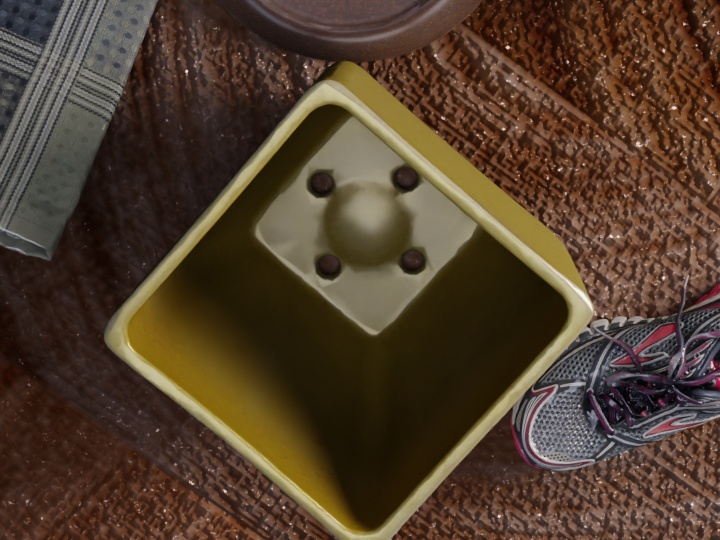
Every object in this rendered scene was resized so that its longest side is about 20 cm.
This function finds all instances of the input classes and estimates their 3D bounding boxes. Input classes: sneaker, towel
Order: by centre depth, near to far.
[{"bbox_3d":[-0.230,-0.118,1.670,0.192,0.201,0.035,24,151,-6],"label":"towel"},{"bbox_3d":[0.178,0.060,1.734,0.199,0.075,0.081,-28,103,12],"label":"sneaker"}]

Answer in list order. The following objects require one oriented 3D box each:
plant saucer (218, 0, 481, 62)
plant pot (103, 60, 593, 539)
[{"bbox_3d":[-0.008,-0.214,1.684,0.199,0.035,0.201,1,106,4],"label":"plant saucer"},{"bbox_3d":[0.000,0.000,1.662,0.195,0.200,0.194,40,106,-8],"label":"plant pot"}]
